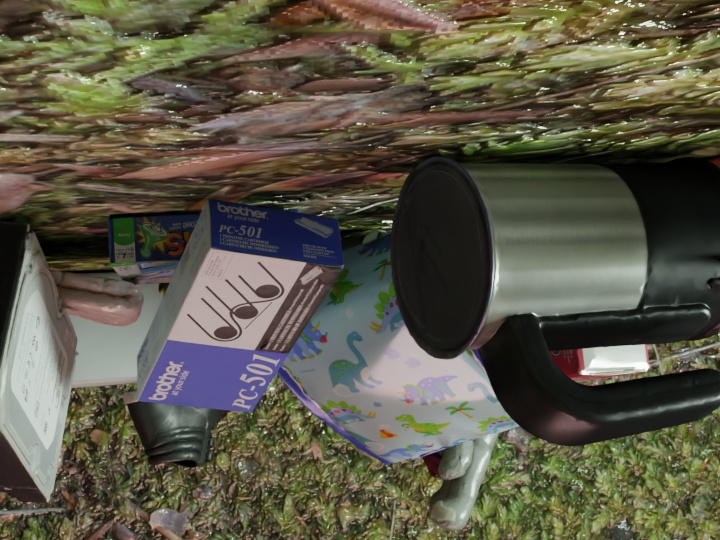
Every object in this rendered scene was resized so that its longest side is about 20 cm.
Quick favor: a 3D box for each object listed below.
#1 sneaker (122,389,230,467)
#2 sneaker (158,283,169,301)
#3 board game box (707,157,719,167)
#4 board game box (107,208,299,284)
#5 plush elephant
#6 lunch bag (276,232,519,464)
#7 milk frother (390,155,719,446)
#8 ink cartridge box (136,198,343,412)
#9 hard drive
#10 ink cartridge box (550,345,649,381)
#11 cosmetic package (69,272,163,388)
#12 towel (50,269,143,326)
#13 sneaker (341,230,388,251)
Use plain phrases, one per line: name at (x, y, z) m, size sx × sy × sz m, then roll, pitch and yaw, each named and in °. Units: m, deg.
sneaker at (-0.176, 0.169, 1.287) m, size 0.071 × 0.099 × 0.200 m, roll -14°, pitch 177°, yaw 44°
sneaker at (-0.092, 0.032, 1.073) m, size 0.200 × 0.075 × 0.085 m, roll 22°, pitch -177°, yaw 24°
board game box at (0.335, -0.058, 0.765) m, size 0.153 × 0.040 × 0.200 m, roll -9°, pitch 174°, yaw 44°
board game box at (-0.123, -0.016, 0.885) m, size 0.135 × 0.034 × 0.200 m, roll -4°, pitch 176°, yaw -8°
plush elephant at (0.068, 0.164, 1.218) m, size 0.155 × 0.200 × 0.165 m, roll 22°, pitch -179°, yaw 4°
lunch bag at (0.045, 0.071, 0.934) m, size 0.170 × 0.200 × 0.127 m, roll -21°, pitch -151°, yaw 28°
milk frother at (0.148, -0.022, 0.632) m, size 0.188 × 0.181 × 0.200 m, roll -3°, pitch 132°, yaw -26°
ink cartridge box at (-0.091, 0.032, 0.807) m, size 0.094 × 0.044 × 0.200 m, roll 9°, pitch 142°, yaw -22°
hard drive at (-0.243, 0.072, 0.805) m, size 0.038 × 0.140 × 0.200 m, roll 4°, pitch 152°, yaw -2°
ink cartridge box at (0.180, 0.039, 1.098) m, size 0.086 × 0.148 × 0.200 m, roll -3°, pitch 170°, yaw -26°
cosmetic package at (-0.284, 0.069, 1.277) m, size 0.200 × 0.123 × 0.199 m, roll -1°, pitch 174°, yaw -26°
towel at (-0.280, 0.019, 0.954) m, size 0.191 × 0.032 × 0.200 m, roll 9°, pitch 174°, yaw -11°
sneaker at (0.000, 0.000, 1.066) m, size 0.090 × 0.067 × 0.200 m, roll -3°, pitch 172°, yaw 12°
